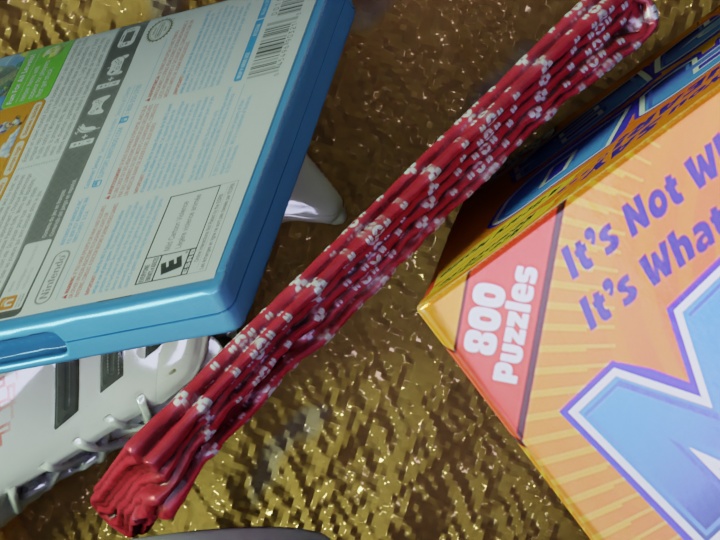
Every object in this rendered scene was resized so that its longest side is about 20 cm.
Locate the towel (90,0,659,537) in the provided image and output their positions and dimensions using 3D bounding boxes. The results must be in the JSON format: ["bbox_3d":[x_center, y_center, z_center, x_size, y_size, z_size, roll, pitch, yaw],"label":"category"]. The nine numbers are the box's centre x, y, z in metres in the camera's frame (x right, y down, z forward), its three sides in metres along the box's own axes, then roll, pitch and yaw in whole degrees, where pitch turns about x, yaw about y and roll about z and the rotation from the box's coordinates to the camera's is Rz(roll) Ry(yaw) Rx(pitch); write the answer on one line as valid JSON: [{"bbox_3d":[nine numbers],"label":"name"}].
[{"bbox_3d":[0.000,0.000,0.741,0.022,0.145,0.200,45,77,0],"label":"towel"}]

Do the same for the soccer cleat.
[{"bbox_3d":[-0.082,0.033,0.829,0.085,0.069,0.201,35,97,8],"label":"soccer cleat"}]

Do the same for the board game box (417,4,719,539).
[{"bbox_3d":[0.160,0.013,0.731,0.199,0.200,0.200,-36,95,12],"label":"board game box"}]

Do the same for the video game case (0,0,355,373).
[{"bbox_3d":[-0.106,-0.019,0.764,0.199,0.144,0.018,-11,128,25],"label":"video game case"}]

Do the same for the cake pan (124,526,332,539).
[{"bbox_3d":[-0.087,0.119,0.791,0.199,0.200,0.037,-15,74,9],"label":"cake pan"}]
